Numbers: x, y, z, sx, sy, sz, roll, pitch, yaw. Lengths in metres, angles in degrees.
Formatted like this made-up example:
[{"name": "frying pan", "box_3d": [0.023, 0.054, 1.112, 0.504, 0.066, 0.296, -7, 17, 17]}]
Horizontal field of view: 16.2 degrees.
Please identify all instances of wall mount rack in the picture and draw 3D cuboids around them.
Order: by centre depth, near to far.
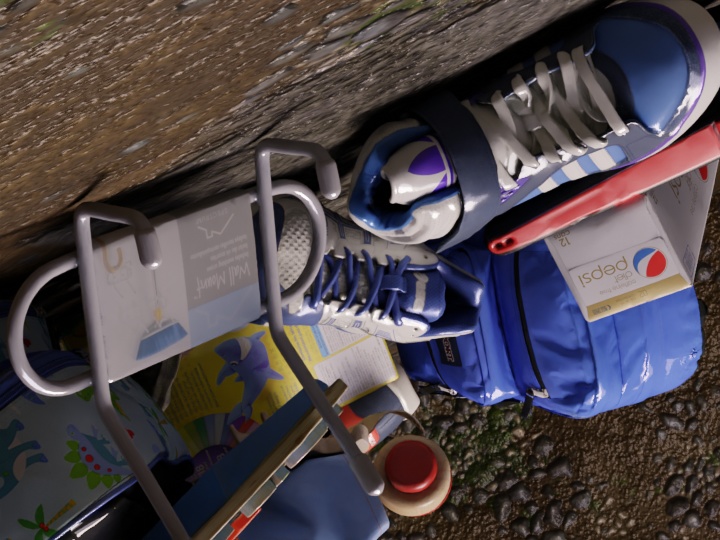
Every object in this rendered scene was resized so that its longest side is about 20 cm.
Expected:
[{"name": "wall mount rack", "box_3d": [-0.063, 0.037, 1.171, 0.074, 0.174, 0.200, 12, -155, 43]}]

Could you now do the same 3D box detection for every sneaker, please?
[{"name": "sneaker", "box_3d": [0.081, -0.068, 1.314, 0.200, 0.081, 0.146, -24, -177, 45]}, {"name": "sneaker", "box_3d": [0.000, 0.000, 1.375, 0.088, 0.075, 0.200, 9, -179, 29]}, {"name": "sneaker", "box_3d": [-0.055, 0.079, 1.711, 0.200, 0.075, 0.085, 15, -125, 48]}]

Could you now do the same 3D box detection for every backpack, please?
[{"name": "backpack", "box_3d": [-0.190, 0.108, 1.271, 0.183, 0.147, 0.200, -41, 177, -3]}, {"name": "backpack", "box_3d": [0.123, 0.023, 1.655, 0.168, 0.163, 0.200, -24, -163, -25]}]

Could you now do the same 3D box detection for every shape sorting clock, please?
[{"name": "shape sorting clock", "box_3d": [-0.075, 0.131, 1.285, 0.200, 0.039, 0.200, -44, 177, -3]}]

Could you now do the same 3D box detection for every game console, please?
[{"name": "game console", "box_3d": [0.151, -0.086, 1.457, 0.177, 0.031, 0.200, -24, -163, 14]}]

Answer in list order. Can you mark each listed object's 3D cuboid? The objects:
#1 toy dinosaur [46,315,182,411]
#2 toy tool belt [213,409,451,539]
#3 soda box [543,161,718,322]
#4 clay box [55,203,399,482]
[{"name": "toy dinosaur", "box_3d": [-0.141, 0.074, 1.399, 0.088, 0.200, 0.047, 11, 172, 24]}, {"name": "toy tool belt", "box_3d": [-0.036, 0.142, 1.447, 0.200, 0.125, 0.123, -27, 162, -8]}, {"name": "soda box", "box_3d": [0.162, -0.047, 1.487, 0.068, 0.064, 0.200, -22, -162, 22]}, {"name": "clay box", "box_3d": [-0.089, 0.054, 1.484, 0.200, 0.115, 0.048, -25, -151, -8]}]
